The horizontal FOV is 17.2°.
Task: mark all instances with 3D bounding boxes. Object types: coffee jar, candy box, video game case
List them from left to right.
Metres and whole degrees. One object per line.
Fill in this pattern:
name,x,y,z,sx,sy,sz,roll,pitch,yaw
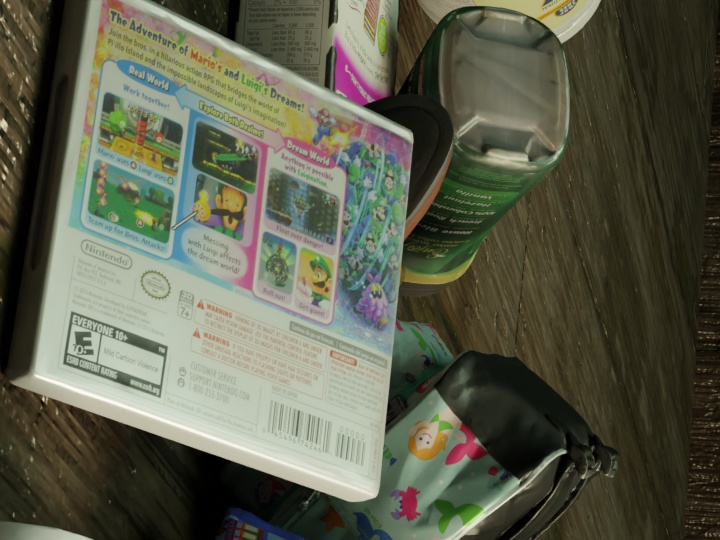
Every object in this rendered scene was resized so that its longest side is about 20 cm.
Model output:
video game case,-0.059,-0.010,1.047,0.200,0.024,0.183,23,64,-39
candy box,-0.023,-0.126,1.303,0.136,0.061,0.201,37,56,-72
coffee jar,0.050,-0.064,1.394,0.200,0.085,0.105,126,-32,-59

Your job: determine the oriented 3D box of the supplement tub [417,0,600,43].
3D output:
supplement tub,0.089,-0.232,1.565,0.200,0.144,0.146,45,48,-70

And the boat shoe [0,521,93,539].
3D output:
boat shoe,-0.118,0.160,0.950,0.200,0.070,0.067,79,16,-63

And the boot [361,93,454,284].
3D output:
boot,0.000,0.000,1.240,0.189,0.068,0.200,-57,164,4

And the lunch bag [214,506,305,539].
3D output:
lunch bag,-0.059,0.241,1.111,0.151,0.094,0.201,-81,-169,-65

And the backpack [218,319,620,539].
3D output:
backpack,0.013,0.126,1.245,0.200,0.150,0.177,-50,167,8
